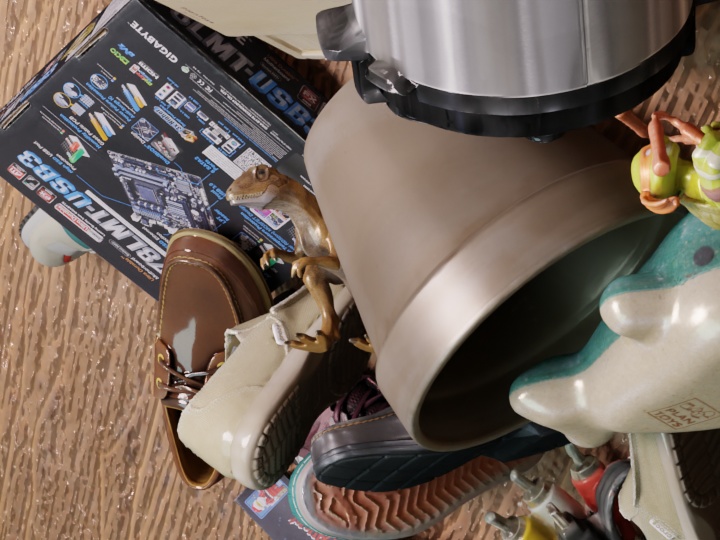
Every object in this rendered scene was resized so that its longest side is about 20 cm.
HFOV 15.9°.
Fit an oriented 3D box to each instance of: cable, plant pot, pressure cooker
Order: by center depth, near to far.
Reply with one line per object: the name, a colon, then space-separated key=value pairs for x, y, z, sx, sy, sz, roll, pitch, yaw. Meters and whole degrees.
pressure cooker: x=0.075 y=-0.158 z=1.267 sx=0.176 sy=0.179 sz=0.200 roll=18 pitch=134 yaw=32
plant pot: x=0.063 y=-0.029 z=1.415 sx=0.174 sy=0.200 sz=0.200 roll=54 pitch=148 yaw=24
cable: x=0.167 y=0.183 z=1.598 sx=0.200 sy=0.097 sz=0.050 roll=48 pitch=-177 yaw=-31

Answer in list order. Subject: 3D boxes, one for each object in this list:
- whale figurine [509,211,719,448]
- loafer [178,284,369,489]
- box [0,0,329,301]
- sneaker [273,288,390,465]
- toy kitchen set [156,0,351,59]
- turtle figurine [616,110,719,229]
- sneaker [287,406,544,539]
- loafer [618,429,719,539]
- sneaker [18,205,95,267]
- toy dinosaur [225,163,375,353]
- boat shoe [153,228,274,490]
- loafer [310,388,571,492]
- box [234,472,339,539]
whale figurine: x=0.174 y=0.028 z=1.362 sx=0.200 sy=0.104 sz=0.159 roll=-26 pitch=144 yaw=33
loafer: x=-0.047 y=0.053 z=1.560 sx=0.068 sy=0.200 sz=0.076 roll=16 pitch=125 yaw=18
box: x=-0.108 y=-0.069 z=1.587 sx=0.200 sy=0.050 sz=0.198 roll=40 pitch=137 yaw=-14
sneaker: x=-0.021 y=0.077 z=1.678 sx=0.200 sy=0.076 sz=0.116 roll=17 pitch=130 yaw=38
toy kitchen set: x=-0.030 y=-0.229 z=1.409 sx=0.200 sy=0.181 sz=0.163 roll=24 pitch=168 yaw=-40
turtle figurine: x=0.199 y=-0.041 z=1.249 sx=0.161 sy=0.200 sz=0.065 roll=6 pitch=95 yaw=6
sneaker: x=0.022 y=0.120 z=1.563 sx=0.080 sy=0.200 sz=0.072 roll=-12 pitch=91 yaw=48
loafer: x=0.182 y=0.119 z=1.493 sx=0.068 sy=0.076 sz=0.200 roll=8 pitch=129 yaw=38
sneaker: x=-0.159 y=-0.030 z=1.728 sx=0.093 sy=0.070 sz=0.200 roll=53 pitch=142 yaw=4
toy dinosaur: x=0.000 y=0.000 z=1.493 sx=0.060 sy=0.107 sz=0.200 roll=-12 pitch=151 yaw=30
boat shoe: x=-0.095 y=0.060 z=1.624 sx=0.072 sy=0.068 sz=0.200 roll=13 pitch=137 yaw=14
loafer: x=0.050 y=0.079 z=1.499 sx=0.073 sy=0.200 sz=0.072 roll=-37 pitch=68 yaw=49
box: x=0.002 y=0.216 z=1.753 sx=0.200 sy=0.038 sz=0.137 roll=45 pitch=176 yaw=6
